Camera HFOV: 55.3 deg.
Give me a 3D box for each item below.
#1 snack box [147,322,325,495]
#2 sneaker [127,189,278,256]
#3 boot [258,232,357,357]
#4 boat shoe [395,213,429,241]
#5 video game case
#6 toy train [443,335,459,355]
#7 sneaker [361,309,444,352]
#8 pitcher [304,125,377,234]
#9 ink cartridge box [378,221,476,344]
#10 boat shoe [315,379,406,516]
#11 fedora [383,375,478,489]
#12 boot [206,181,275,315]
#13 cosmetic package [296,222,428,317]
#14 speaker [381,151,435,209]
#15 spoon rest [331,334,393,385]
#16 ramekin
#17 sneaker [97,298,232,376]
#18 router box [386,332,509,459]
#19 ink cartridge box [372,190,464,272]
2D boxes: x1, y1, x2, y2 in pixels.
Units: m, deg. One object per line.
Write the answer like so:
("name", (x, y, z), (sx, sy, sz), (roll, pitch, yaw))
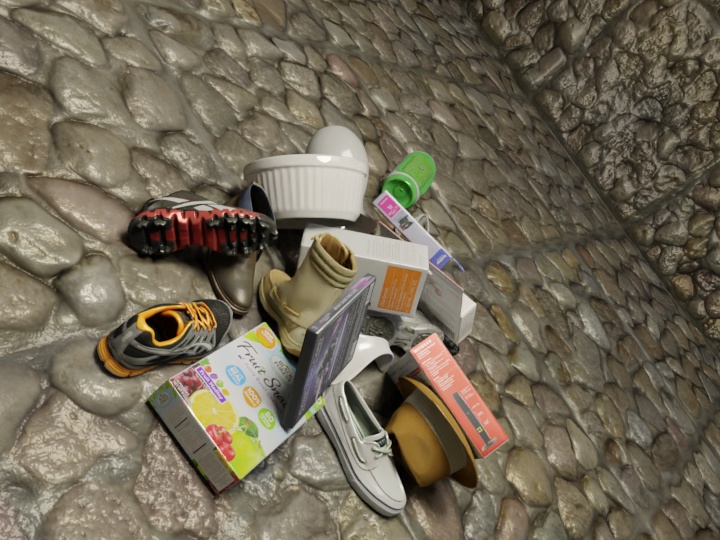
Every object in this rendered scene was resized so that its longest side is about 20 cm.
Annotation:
("snack box", (-0.147, 0.164, 0.865), (0.142, 0.053, 0.200), (54, 31, 4))
("sneaker", (-0.216, -0.070, 0.956), (0.199, 0.071, 0.098), (0, 36, -10))
("boot", (-0.077, 0.011, 0.980), (0.073, 0.156, 0.200), (16, 21, -27))
("boat shoe", (0.110, -0.054, 1.367), (0.075, 0.065, 0.202), (50, 19, -18))
("video game case", (-0.037, 0.099, 0.903), (0.019, 0.143, 0.200), (23, 26, 14))
("toy train", (0.146, 0.076, 1.335), (0.046, 0.034, 0.201), (16, 45, -46))
("sneaker", (0.047, 0.085, 1.183), (0.199, 0.078, 0.099), (23, 23, -34))
("pitcher", (-0.062, -0.168, 1.275), (0.171, 0.121, 0.201), (5, 62, -29))
("ink cartridge box", (0.115, 0.013, 1.195), (0.045, 0.177, 0.200), (-37, 61, -21))
("boat shoe", (0.008, 0.246, 0.957), (0.200, 0.067, 0.073), (53, 32, 6))
("fedora", (0.087, 0.249, 0.996), (0.082, 0.201, 0.201), (-32, 80, -16))
("boot", (-0.172, -0.038, 1.006), (0.075, 0.097, 0.201), (18, 43, -39))
("cosmetic package", (0.000, 0.000, 1.090), (0.199, 0.102, 0.071), (10, 34, -3))
("speaker", (0.111, -0.203, 1.536), (0.088, 0.088, 0.200), (46, 32, -6))
("spoon rest", (-0.017, 0.128, 1.057), (0.200, 0.061, 0.100), (6, 52, -49))
("ramekin", (-0.088, -0.122, 1.113), (0.202, 0.202, 0.095), (1, 86, -50))
("sneaker", (-0.222, 0.072, 0.850), (0.078, 0.077, 0.200), (53, 31, 8))
("router box", (0.123, 0.199, 1.042), (0.049, 0.200, 0.180), (-32, 81, -15))
("ink cartridge box", (0.106, -0.061, 1.245), (0.200, 0.042, 0.119), (43, 6, 2))
